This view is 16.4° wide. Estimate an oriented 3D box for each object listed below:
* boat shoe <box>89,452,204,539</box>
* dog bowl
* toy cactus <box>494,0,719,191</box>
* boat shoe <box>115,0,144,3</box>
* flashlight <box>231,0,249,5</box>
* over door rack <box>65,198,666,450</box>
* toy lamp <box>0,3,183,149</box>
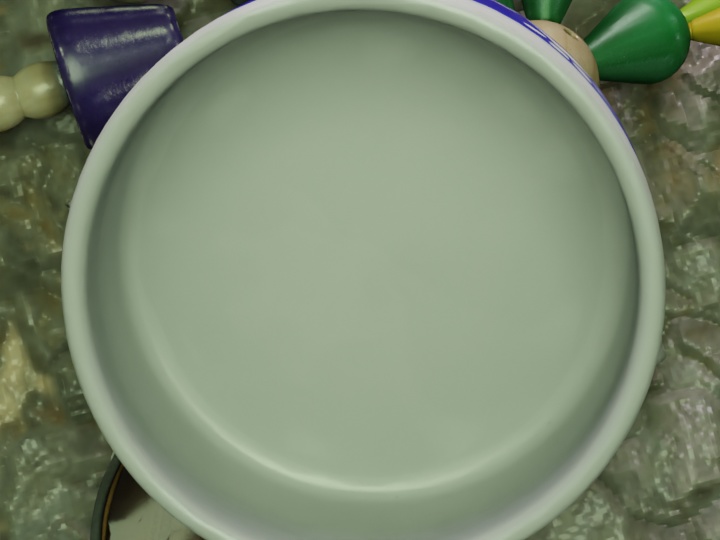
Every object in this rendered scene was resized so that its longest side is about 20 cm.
[{"bbox_3d":[-0.078,0.153,0.924,0.071,0.068,0.201,4,82,0],"label":"boat shoe"},{"bbox_3d":[0.003,0.000,0.852,0.199,0.079,0.201,1,102,4],"label":"dog bowl"},{"bbox_3d":[0.078,-0.103,0.921,0.200,0.102,0.166,26,63,-40],"label":"toy cactus"},{"bbox_3d":[-0.134,-0.193,0.964,0.075,0.068,0.200,-42,69,1],"label":"boat shoe"},{"bbox_3d":[0.027,-0.179,0.980,0.199,0.068,0.068,-24,82,-5],"label":"flashlight"},{"bbox_3d":[0.000,0.000,0.950,0.148,0.067,0.200,-39,83,-7],"label":"over door rack"},{"bbox_3d":[-0.162,-0.056,0.963,0.199,0.058,0.058,-20,81,-3],"label":"toy lamp"}]
